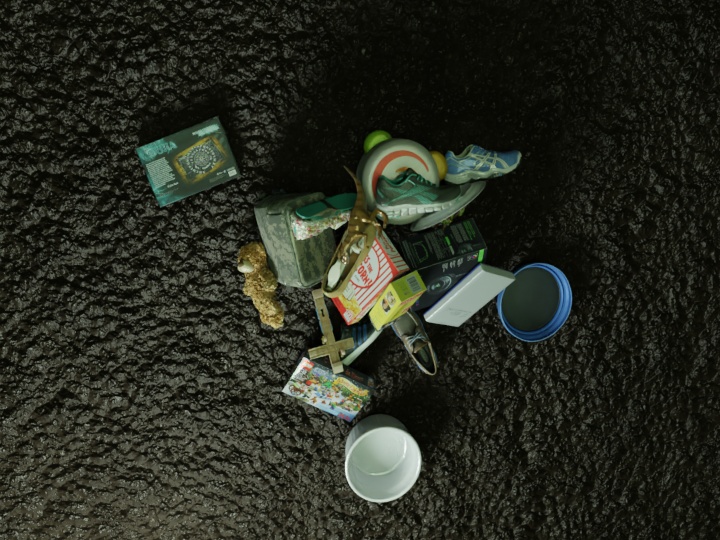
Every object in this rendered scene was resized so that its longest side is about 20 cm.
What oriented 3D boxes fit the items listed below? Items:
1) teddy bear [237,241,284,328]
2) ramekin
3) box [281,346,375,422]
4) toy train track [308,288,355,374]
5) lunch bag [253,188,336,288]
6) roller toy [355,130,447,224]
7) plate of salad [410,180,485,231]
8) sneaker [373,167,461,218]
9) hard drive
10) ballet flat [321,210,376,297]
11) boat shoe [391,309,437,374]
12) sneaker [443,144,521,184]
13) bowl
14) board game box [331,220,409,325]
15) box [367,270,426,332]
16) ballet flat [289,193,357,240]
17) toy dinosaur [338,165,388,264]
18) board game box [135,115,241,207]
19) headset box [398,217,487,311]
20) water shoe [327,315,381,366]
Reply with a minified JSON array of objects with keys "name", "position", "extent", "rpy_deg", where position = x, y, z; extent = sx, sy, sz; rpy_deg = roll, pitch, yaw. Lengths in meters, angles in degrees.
[{"name":"teddy bear","position":[-0.231,0.039,1.256],"extent":[0.065,0.144,0.205],"rpy_deg":[-23,124,-24]},{"name":"ramekin","position":[0.052,0.472,1.411],"extent":[0.193,0.098,0.208],"rpy_deg":[-2,103,-8]},{"name":"box","position":[-0.078,0.282,1.352],"extent":[0.196,0.038,0.138],"rpy_deg":[27,124,-13]},{"name":"toy train track","position":[-0.077,0.139,1.300],"extent":[0.111,0.033,0.206],"rpy_deg":[-12,73,-17]},{"name":"lunch bag","position":[-0.155,-0.074,1.230],"extent":[0.138,0.165,0.206],"rpy_deg":[-28,112,-42]},{"name":"roller toy","position":[0.085,-0.202,1.246],"extent":[0.194,0.140,0.188],"rpy_deg":[18,100,-12]},{"name":"plate of salad","position":[0.200,-0.138,1.246],"extent":[0.197,0.200,0.049],"rpy_deg":[-34,103,0]},{"name":"sneaker","position":[0.119,-0.170,1.152],"extent":[0.193,0.078,0.094],"rpy_deg":[-11,111,-10]},{"name":"hard drive","position":[0.258,0.063,1.314],"extent":[0.129,0.026,0.200],"rpy_deg":[11,135,-39]},{"name":"ballet flat","position":[-0.024,-0.032,1.166],"extent":[0.067,0.063,0.205],"rpy_deg":[27,98,15]},{"name":"boat shoe","position":[0.140,0.171,1.371],"extent":[0.071,0.072,0.202],"rpy_deg":[-35,105,0]},{"name":"sneaker","position":[0.288,-0.258,1.297],"extent":[0.194,0.076,0.079],"rpy_deg":[-14,109,-7]},{"name":"bowl","position":[0.444,0.078,1.414],"extent":[0.193,0.039,0.208],"rpy_deg":[-2,103,-8]},{"name":"board game box","position":[0.000,0.000,1.245],"extent":[0.200,0.046,0.153],"rpy_deg":[-47,69,34]},{"name":"box","position":[0.078,0.072,1.230],"extent":[0.074,0.201,0.051],"rpy_deg":[-24,73,-24]},{"name":"ballet flat","position":[-0.072,-0.114,1.161],"extent":[0.197,0.075,0.065],"rpy_deg":[-20,137,-40]},{"name":"toy dinosaur","position":[0.002,-0.113,1.119],"extent":[0.103,0.060,0.207],"rpy_deg":[13,78,-13]},{"name":"board game box","position":[-0.379,-0.241,1.225],"extent":[0.195,0.028,0.139],"rpy_deg":[-21,104,-3]},{"name":"headset box","position":[0.195,-0.012,1.285],"extent":[0.194,0.095,0.176],"rpy_deg":[-17,146,-6]},{"name":"water shoe","position":[-0.011,0.151,1.345],"extent":[0.079,0.072,0.201],"rpy_deg":[41,93,-13]}]
